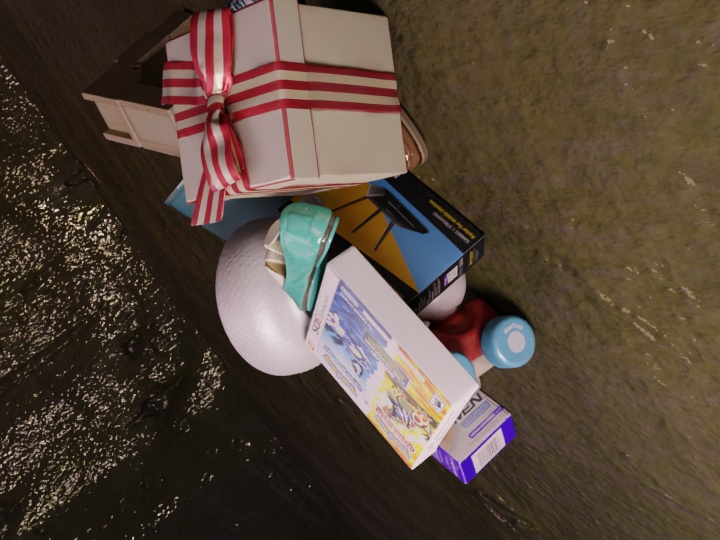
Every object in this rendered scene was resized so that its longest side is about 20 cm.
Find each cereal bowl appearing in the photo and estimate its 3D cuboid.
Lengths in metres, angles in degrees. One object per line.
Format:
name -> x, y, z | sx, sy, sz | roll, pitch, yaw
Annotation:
cereal bowl -> -0.079, 0.026, 1.185 | 0.083, 0.201, 0.201 | -13, 120, 37

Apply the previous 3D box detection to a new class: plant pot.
plant pot -> -0.133, -0.115, 1.315 | 0.187, 0.201, 0.200 | 38, 165, -12

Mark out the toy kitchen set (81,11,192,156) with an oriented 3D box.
toy kitchen set -> -0.233, -0.228, 1.336 | 0.179, 0.200, 0.164 | 16, 144, 34

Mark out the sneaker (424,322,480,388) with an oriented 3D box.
sneaker -> 0.090, 0.118, 1.361 | 0.200, 0.080, 0.071 | 51, 162, -18

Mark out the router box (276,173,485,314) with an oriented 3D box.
router box -> 0.023, -0.042, 1.111 | 0.200, 0.149, 0.051 | 41, 161, 26

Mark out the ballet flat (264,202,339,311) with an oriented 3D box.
ballet flat -> -0.067, -0.018, 1.018 | 0.070, 0.068, 0.200 | 21, 156, 1

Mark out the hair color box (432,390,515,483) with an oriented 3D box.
hair color box -> 0.121, 0.210, 1.432 | 0.200, 0.109, 0.065 | 35, 156, 40

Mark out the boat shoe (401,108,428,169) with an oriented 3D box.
boat shoe -> -0.012, -0.177, 1.062 | 0.200, 0.068, 0.072 | 47, 162, 13

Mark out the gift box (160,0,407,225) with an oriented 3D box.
gift box -> -0.088, -0.148, 0.937 | 0.199, 0.186, 0.187 | -14, 86, 42

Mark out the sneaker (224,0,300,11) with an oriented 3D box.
sneaker -> -0.126, -0.283, 1.104 | 0.078, 0.086, 0.200 | 48, 162, 4

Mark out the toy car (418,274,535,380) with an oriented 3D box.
toy car -> 0.075, 0.047, 1.157 | 0.201, 0.176, 0.184 | 65, 155, -4

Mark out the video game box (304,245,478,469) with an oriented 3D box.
video game box -> 0.025, 0.099, 1.042 | 0.200, 0.047, 0.183 | 48, 154, 18
